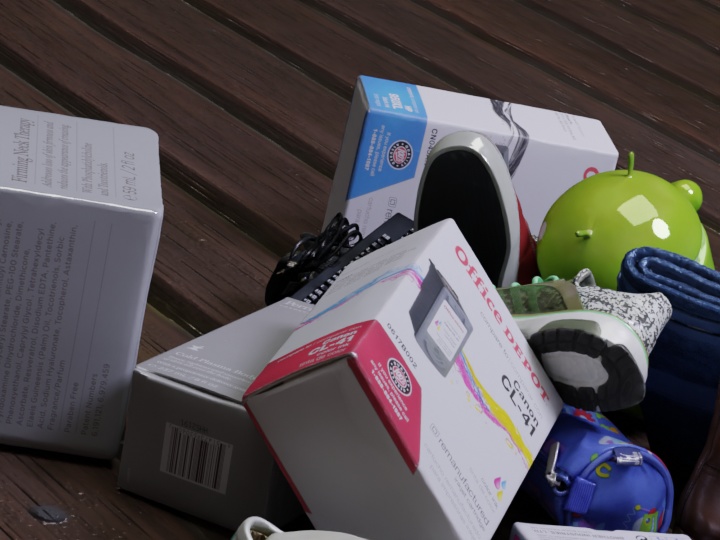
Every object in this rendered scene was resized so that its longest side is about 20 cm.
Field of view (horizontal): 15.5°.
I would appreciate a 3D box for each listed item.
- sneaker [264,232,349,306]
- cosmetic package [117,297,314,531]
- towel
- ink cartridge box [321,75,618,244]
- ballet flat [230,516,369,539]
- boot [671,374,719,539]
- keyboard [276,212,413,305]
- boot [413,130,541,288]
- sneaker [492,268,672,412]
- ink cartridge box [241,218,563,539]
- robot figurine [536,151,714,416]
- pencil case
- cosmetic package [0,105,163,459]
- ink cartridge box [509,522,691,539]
[{"bbox_3d":[0.006,0.005,1.907,0.114,0.076,0.199,26,27,15],"label":"sneaker"},{"bbox_3d":[-0.052,0.087,1.618,0.106,0.091,0.200,17,21,21],"label":"cosmetic package"},{"bbox_3d":[0.223,0.072,1.712,0.111,0.200,0.049,21,59,30],"label":"towel"},{"bbox_3d":[0.082,-0.054,2.020,0.199,0.145,0.084,9,20,-10],"label":"ink cartridge box"},{"bbox_3d":[0.015,0.182,1.419,0.199,0.070,0.069,17,19,10],"label":"ballet flat"},{"bbox_3d":[0.296,0.101,1.630,0.186,0.201,0.064,7,21,-18],"label":"boot"},{"bbox_3d":[0.000,0.000,1.797,0.104,0.040,0.200,27,31,16],"label":"keyboard"},{"bbox_3d":[0.100,-0.024,1.833,0.072,0.201,0.144,1,29,25],"label":"boot"},{"bbox_3d":[0.112,0.033,1.665,0.199,0.077,0.089,12,40,37],"label":"sneaker"},{"bbox_3d":[0.029,0.079,1.540,0.085,0.148,0.200,-25,14,29],"label":"ink cartridge box"},{"bbox_3d":[0.187,0.015,1.811,0.115,0.200,0.176,14,54,30],"label":"robot figurine"},{"bbox_3d":[0.122,0.111,1.675,0.087,0.078,0.200,21,12,-30],"label":"pencil case"},{"bbox_3d":[-0.233,-0.002,1.623,0.199,0.167,0.167,9,19,-9],"label":"cosmetic package"},{"bbox_3d":[0.170,0.205,1.498,0.119,0.042,0.200,6,17,-21],"label":"ink cartridge box"}]
